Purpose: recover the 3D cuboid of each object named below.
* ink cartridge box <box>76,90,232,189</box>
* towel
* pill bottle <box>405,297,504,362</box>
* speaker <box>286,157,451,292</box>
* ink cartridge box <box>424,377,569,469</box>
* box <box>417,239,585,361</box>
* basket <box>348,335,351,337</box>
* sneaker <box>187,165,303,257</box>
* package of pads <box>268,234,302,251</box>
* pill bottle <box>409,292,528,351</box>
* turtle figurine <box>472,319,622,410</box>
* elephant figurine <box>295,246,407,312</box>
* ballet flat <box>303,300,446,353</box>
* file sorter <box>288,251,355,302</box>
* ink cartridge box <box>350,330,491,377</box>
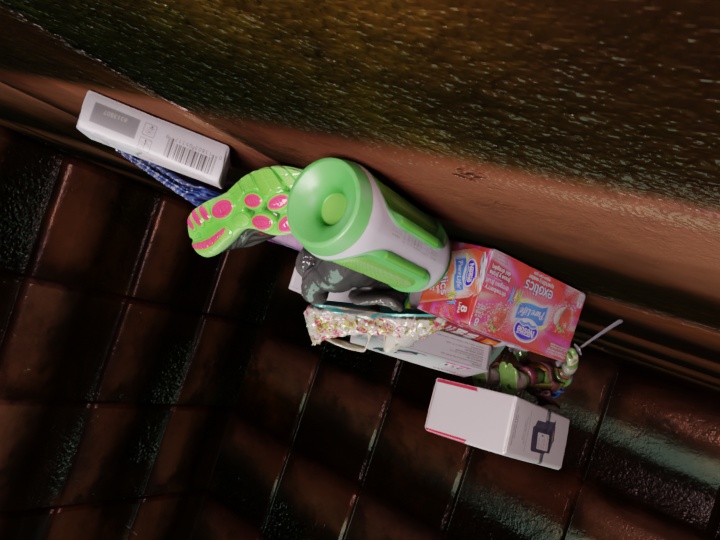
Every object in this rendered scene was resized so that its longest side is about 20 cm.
[{"bbox_3d":[-0.237,-0.145,0.757,0.159,0.058,0.200,20,174,-11],"label":"ink cartridge box"},{"bbox_3d":[-0.214,-0.124,0.821,0.198,0.024,0.143,32,-163,33],"label":"towel"},{"bbox_3d":[0.173,0.089,1.149,0.200,0.113,0.112,45,-172,21],"label":"pill bottle"},{"bbox_3d":[0.017,-0.034,0.577,0.087,0.090,0.199,18,178,32],"label":"speaker"},{"bbox_3d":[0.217,0.240,0.967,0.143,0.086,0.198,6,164,43],"label":"ink cartridge box"},{"bbox_3d":[0.182,0.039,0.789,0.197,0.098,0.099,21,177,-36],"label":"box"},{"bbox_3d":[0.081,0.073,1.343,0.177,0.205,0.136,18,178,23],"label":"basket"},{"bbox_3d":[-0.111,-0.071,0.703,0.196,0.079,0.083,-11,-172,33],"label":"sneaker"},{"bbox_3d":[-0.109,-0.075,0.995,0.197,0.077,0.120,19,176,31],"label":"package of pads"},{"bbox_3d":[0.179,0.049,0.923,0.196,0.112,0.109,21,178,-22],"label":"pill bottle"},{"bbox_3d":[0.283,0.132,1.020,0.190,0.204,0.144,-5,-145,-34],"label":"turtle figurine"},{"bbox_3d":[0.024,-0.010,0.825,0.196,0.143,0.157,17,-148,-24],"label":"elephant figurine"},{"bbox_3d":[0.019,0.078,0.841,0.194,0.066,0.076,4,-174,8],"label":"ballet flat"},{"bbox_3d":[0.000,0.000,1.073,0.197,0.142,0.123,18,-179,41],"label":"file sorter"},{"bbox_3d":[0.079,0.121,0.968,0.195,0.045,0.174,17,161,-10],"label":"ink cartridge box"}]
